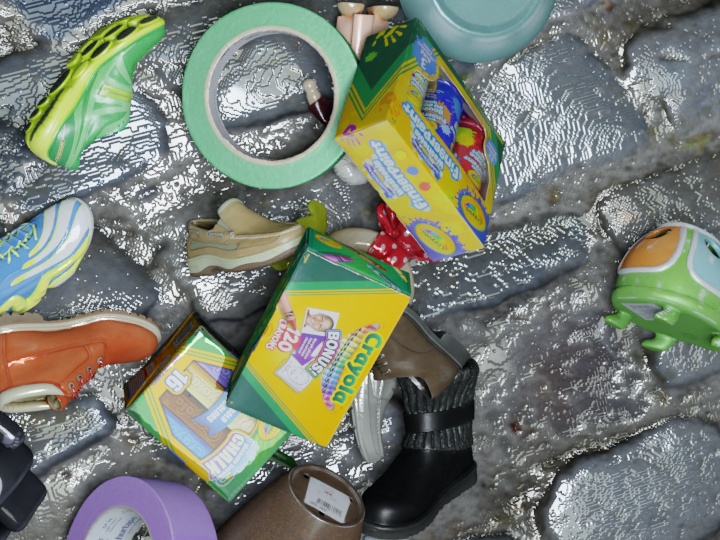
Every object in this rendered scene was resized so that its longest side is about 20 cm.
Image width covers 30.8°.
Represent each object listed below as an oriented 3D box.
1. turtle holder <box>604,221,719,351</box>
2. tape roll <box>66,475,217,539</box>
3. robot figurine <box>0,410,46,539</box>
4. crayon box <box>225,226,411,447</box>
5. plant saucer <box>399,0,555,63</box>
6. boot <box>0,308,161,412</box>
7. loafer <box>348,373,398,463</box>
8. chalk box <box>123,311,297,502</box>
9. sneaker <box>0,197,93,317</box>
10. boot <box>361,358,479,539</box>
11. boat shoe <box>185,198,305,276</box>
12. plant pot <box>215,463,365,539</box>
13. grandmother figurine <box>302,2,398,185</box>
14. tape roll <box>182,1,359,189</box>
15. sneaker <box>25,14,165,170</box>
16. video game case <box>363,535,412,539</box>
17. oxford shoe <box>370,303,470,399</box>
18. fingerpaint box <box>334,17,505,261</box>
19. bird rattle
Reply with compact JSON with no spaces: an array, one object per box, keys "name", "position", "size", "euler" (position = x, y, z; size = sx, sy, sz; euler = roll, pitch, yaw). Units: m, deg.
[{"name":"turtle holder","position":[0.391,0.025,1.546],"size":[0.184,0.141,0.133],"euler":[20,75,-5]},{"name":"tape roll","position":[-0.241,0.326,1.411],"size":[0.065,0.199,0.202],"euler":[17,93,-44]},{"name":"robot figurine","position":[-0.432,0.200,1.398],"size":[0.150,0.125,0.200],"euler":[-46,103,-8]},{"name":"crayon box","position":[-0.044,0.070,1.337],"size":[0.118,0.058,0.201],"euler":[24,113,-11]},{"name":"plant saucer","position":[0.140,-0.341,1.501],"size":[0.198,0.036,0.202],"euler":[-1,97,-12]},{"name":"boot","position":[-0.305,0.103,1.406],"size":[0.198,0.075,0.108],"euler":[-4,57,-26]},{"name":"loafer","position":[0.017,0.122,1.511],"size":[0.069,0.070,0.202],"euler":[-5,97,-3]},{"name":"chalk box","position":[-0.151,0.163,1.452],"size":[0.200,0.125,0.124],"euler":[45,86,-12]},{"name":"sneaker","position":[-0.370,-0.004,1.388],"size":[0.076,0.105,0.200],"euler":[41,88,16]},{"name":"boot","position":[0.062,0.194,1.479],"size":[0.211,0.079,0.159],"euler":[-28,123,-50]},{"name":"boat shoe","position":[-0.131,-0.039,1.400],"size":[0.071,0.199,0.077],"euler":[-17,96,-43]},{"name":"plant pot","position":[-0.081,0.315,1.418],"size":[0.186,0.187,0.201],"euler":[25,116,-14]},{"name":"grandmother figurine","position":[-0.006,-0.197,1.476],"size":[0.120,0.061,0.202],"euler":[2,93,-4]},{"name":"tape roll","position":[-0.094,-0.191,1.433],"size":[0.198,0.048,0.202],"euler":[0,95,4]},{"name":"sneaker","position":[-0.280,-0.196,1.419],"size":[0.200,0.074,0.084],"euler":[-51,128,-6]},{"name":"video game case","position":[0.077,0.429,1.583],"size":[0.181,0.023,0.202],"euler":[8,95,-13]},{"name":"oxford shoe","position":[0.029,0.073,1.398],"size":[0.200,0.073,0.085],"euler":[38,79,-24]},{"name":"fingerpaint box","position":[0.071,-0.140,1.412],"size":[0.200,0.073,0.168],"euler":[50,41,-33]},{"name":"bird rattle","position":[0.000,0.000,1.468],"size":[0.198,0.113,0.165],"euler":[1,76,-24]}]
